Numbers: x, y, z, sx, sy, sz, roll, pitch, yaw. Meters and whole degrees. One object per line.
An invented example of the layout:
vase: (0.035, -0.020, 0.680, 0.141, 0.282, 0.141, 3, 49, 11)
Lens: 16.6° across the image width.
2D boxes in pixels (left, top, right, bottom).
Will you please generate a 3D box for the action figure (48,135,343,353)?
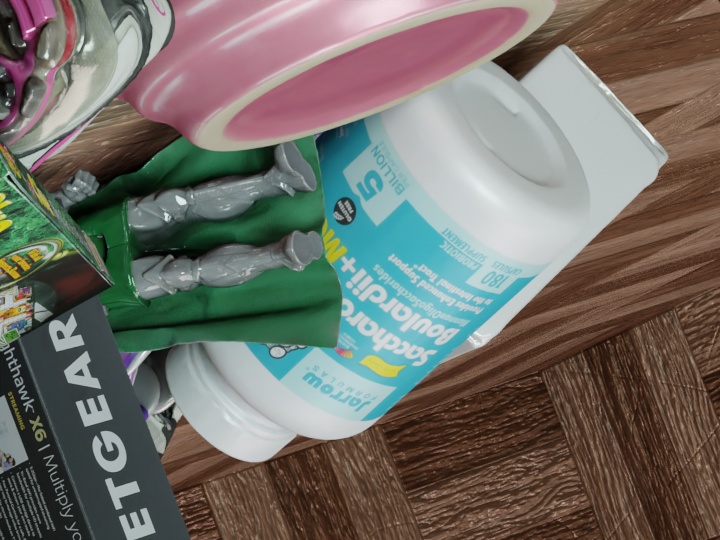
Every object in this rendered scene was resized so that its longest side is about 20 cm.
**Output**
action figure: (-0.110, -0.004, 1.055, 0.199, 0.119, 0.055, -15, 158, 22)

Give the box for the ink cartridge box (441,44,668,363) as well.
ink cartridge box: (0.053, -0.023, 1.282, 0.146, 0.084, 0.200, -44, -176, -18)

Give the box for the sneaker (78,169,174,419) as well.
sneaker: (-0.152, 0.035, 1.194, 0.200, 0.115, 0.073, -28, 144, 14)

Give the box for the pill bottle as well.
pill bottle: (0.000, 0.000, 1.097, 0.200, 0.111, 0.111, -44, 162, 27)

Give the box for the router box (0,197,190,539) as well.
router box: (-0.151, 0.092, 1.004, 0.157, 0.201, 0.052, -27, 171, 40)

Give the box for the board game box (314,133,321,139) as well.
board game box: (0.005, -0.087, 1.163, 0.102, 0.020, 0.200, -24, 173, 5)

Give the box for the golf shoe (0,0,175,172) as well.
golf shoe: (-0.146, -0.043, 0.839, 0.199, 0.073, 0.092, -26, 171, 33)

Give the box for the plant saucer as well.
plant saucer: (-0.002, -0.097, 0.948, 0.199, 0.051, 0.201, -20, 173, -3)

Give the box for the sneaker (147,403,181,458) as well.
sneaker: (-0.116, 0.047, 1.395, 0.087, 0.076, 0.200, -27, -152, 19)

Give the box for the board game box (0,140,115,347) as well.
board game box: (-0.146, 0.004, 0.818, 0.104, 0.024, 0.200, -26, 169, -2)

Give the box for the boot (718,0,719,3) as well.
boot: (0.268, -0.121, 1.118, 0.199, 0.069, 0.189, -22, -145, 17)
